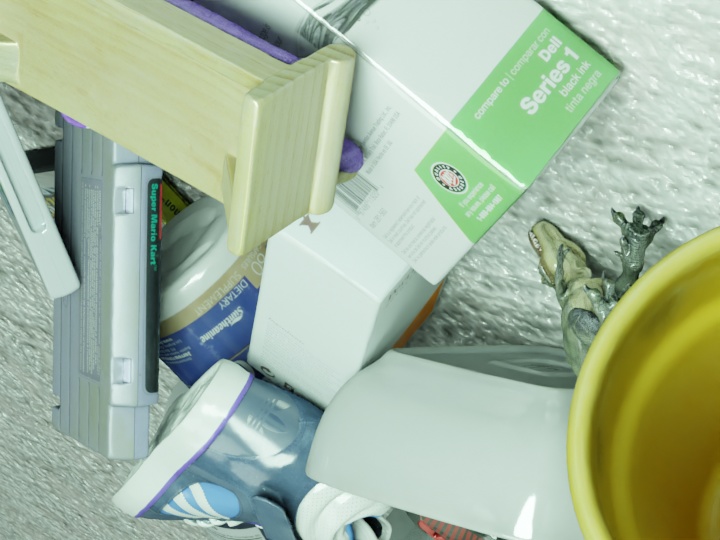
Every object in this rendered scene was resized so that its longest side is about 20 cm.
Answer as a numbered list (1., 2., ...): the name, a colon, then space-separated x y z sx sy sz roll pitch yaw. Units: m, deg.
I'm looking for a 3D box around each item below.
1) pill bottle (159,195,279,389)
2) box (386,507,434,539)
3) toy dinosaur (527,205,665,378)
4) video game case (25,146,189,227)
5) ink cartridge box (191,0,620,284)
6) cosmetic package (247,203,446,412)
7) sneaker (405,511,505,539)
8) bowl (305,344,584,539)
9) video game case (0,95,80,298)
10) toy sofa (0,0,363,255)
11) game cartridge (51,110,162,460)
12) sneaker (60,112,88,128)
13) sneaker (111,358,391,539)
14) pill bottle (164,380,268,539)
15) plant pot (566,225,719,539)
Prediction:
1. pill bottle: -0.049 0.053 1.344 0.200 0.111 0.111 48 156 -22
2. box: 0.080 0.204 1.411 0.124 0.098 0.200 41 168 -5
3. toy dinosaur: 0.116 0.026 1.039 0.047 0.200 0.088 7 128 -8
4. video game case: -0.152 -0.014 1.486 0.181 0.026 0.200 48 156 -22
5. ink cartridge box: 0.000 -0.103 1.005 0.200 0.084 0.146 40 157 0
6. cosmetic package: 0.000 0.000 1.182 0.071 0.102 0.200 35 158 9
7. sneaker: 0.120 0.149 1.272 0.200 0.071 0.098 23 165 -10
8. bowl: 0.096 0.086 1.150 0.199 0.075 0.199 2 -173 -42
9. video game case: -0.229 -0.103 1.288 0.200 0.024 0.183 53 165 54
10. toy sofa: -0.092 -0.097 0.966 0.200 0.097 0.083 29 131 26
11. game cartridge: -0.150 0.003 1.272 0.038 0.201 0.130 -1 -174 -27
12. sneaker: -0.141 -0.135 1.126 0.200 0.114 0.073 24 156 34
13. sneaker: -0.057 0.134 1.278 0.146 0.081 0.200 34 151 -6
14. pill bottle: -0.069 0.152 1.566 0.111 0.111 0.200 22 152 35
15. plant pot: 0.202 0.099 0.958 0.200 0.201 0.189 29 168 23
